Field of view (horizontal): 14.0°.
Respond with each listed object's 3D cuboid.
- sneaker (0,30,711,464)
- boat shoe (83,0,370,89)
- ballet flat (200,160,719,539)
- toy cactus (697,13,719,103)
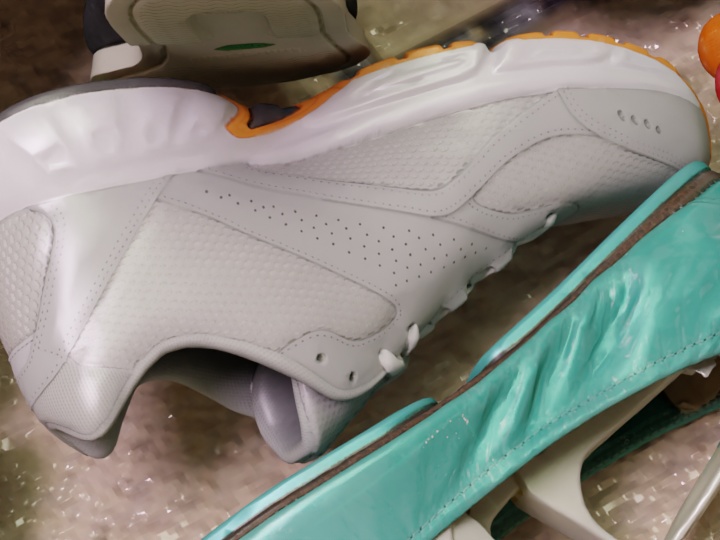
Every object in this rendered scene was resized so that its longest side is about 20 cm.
[{"bbox_3d":[0.000,0.000,0.724,0.199,0.076,0.092,-9,74,-20],"label":"sneaker"},{"bbox_3d":[-0.034,-0.081,0.719,0.072,0.200,0.068,-4,84,-5],"label":"boat shoe"},{"bbox_3d":[0.036,0.053,0.697,0.200,0.067,0.070,-37,73,-17],"label":"ballet flat"},{"bbox_3d":[0.149,-0.021,0.706,0.102,0.200,0.165,-34,94,23],"label":"toy cactus"}]
